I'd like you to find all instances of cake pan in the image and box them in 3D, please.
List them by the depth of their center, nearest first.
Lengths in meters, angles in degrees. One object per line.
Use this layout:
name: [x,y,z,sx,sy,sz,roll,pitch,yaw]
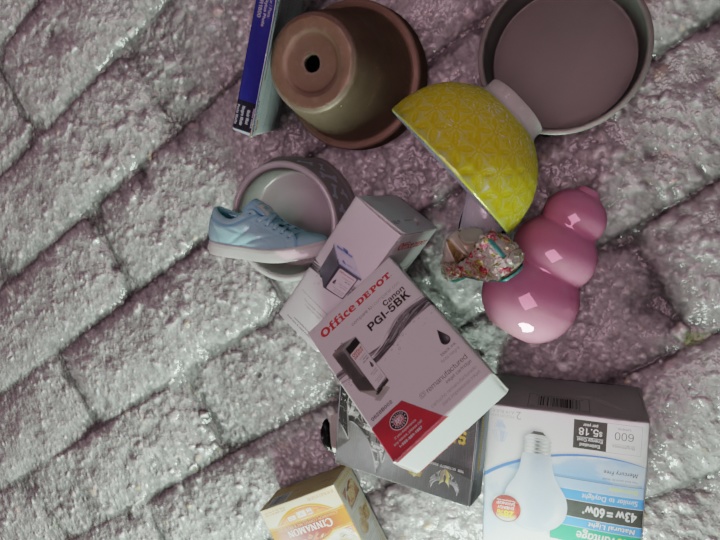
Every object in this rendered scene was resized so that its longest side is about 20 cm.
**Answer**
cake pan: [0.243,-0.260,0.718,0.198,0.037,0.203,-1,87,21]

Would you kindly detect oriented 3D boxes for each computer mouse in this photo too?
computer mouse: [0.183,-0.116,0.785,0.109,0.044,0.202,20,107,15]

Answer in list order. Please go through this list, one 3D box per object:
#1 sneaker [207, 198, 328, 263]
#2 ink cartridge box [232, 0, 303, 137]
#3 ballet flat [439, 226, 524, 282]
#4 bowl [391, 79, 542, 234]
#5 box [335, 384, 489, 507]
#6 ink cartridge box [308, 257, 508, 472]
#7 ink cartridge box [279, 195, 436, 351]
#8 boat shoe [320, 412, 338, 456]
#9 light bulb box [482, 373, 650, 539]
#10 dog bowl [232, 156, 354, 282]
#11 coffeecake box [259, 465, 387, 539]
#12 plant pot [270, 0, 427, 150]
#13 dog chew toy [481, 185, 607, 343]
sneaker: [-0.134,-0.058,0.838,0.197,0.074,0.083,4,105,19]
ink cartridge box: [-0.124,-0.282,0.785,0.040,0.200,0.202,14,105,-3]
ballet flat: [0.141,-0.025,0.746,0.075,0.200,0.064,-40,98,-11]
bowl: [0.141,-0.149,0.679,0.108,0.200,0.200,-43,84,12]
box: [0.064,0.193,0.773,0.198,0.048,0.161,8,96,31]
ink cartridge box: [0.050,0.107,0.704,0.147,0.083,0.200,-43,55,3]
ink cartridge box: [0.000,0.000,0.820,0.086,0.146,0.201,40,111,16]
boat shoe: [0.041,0.243,0.904,0.197,0.093,0.075,-5,60,0]
light bulb box: [0.265,0.259,0.784,0.196,0.125,0.203,2,100,20]
dog bowl: [-0.105,-0.075,0.894,0.198,0.059,0.203,4,101,20]
coffeecake box: [-0.047,0.440,0.966,0.152,0.073,0.202,-27,91,22]
plant pot: [-0.030,-0.258,0.768,0.198,0.174,0.203,4,101,21]
dog chew toy: [0.238,-0.011,0.749,0.124,0.124,0.202,30,101,12]
